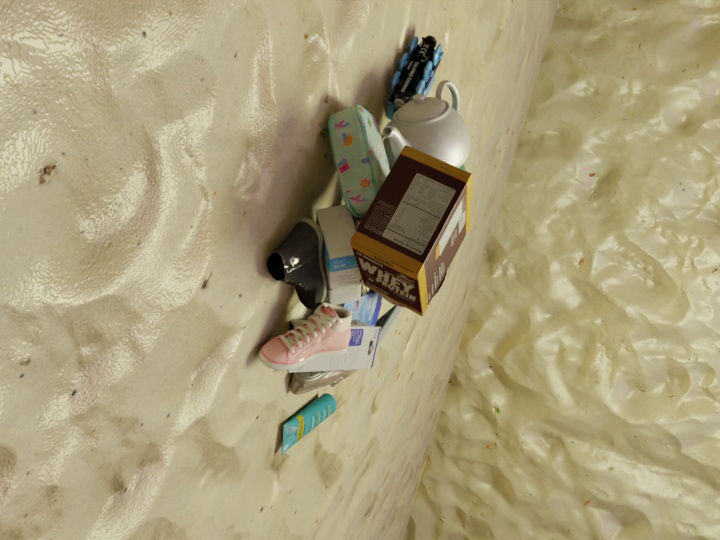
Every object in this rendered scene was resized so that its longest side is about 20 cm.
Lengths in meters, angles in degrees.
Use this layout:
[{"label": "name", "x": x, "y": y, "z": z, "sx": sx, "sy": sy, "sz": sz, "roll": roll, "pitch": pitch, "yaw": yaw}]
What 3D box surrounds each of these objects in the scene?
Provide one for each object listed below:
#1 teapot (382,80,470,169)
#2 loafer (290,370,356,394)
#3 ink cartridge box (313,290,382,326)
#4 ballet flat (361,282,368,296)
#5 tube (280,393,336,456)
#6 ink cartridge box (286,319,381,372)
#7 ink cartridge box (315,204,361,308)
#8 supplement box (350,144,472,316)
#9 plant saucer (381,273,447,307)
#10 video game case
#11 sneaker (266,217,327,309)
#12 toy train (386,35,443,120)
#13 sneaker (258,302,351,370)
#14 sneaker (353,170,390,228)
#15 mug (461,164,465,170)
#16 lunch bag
[{"label": "teapot", "x": 0.133, "y": -0.290, "z": 1.369, "sx": 0.202, "sy": 0.192, "sz": 0.149, "roll": -104, "pitch": 180, "yaw": -58}, {"label": "loafer", "x": -0.075, "y": 0.220, "z": 1.475, "sx": 0.197, "sy": 0.072, "sz": 0.064, "roll": -11, "pitch": 137, "yaw": -44}, {"label": "ink cartridge box", "x": -0.023, "y": 0.101, "z": 1.487, "sx": 0.198, "sy": 0.075, "sz": 0.140, "roll": -14, "pitch": 123, "yaw": -58}, {"label": "ballet flat", "x": 0.000, "y": 0.000, "z": 1.424, "sx": 0.200, "sy": 0.045, "sz": 0.069, "roll": -110, "pitch": -165, "yaw": -71}, {"label": "tube", "x": -0.124, "y": 0.342, "z": 1.527, "sx": 0.199, "sy": 0.049, "sz": 0.080, "roll": -27, "pitch": 125, "yaw": -58}, {"label": "ink cartridge box", "x": -0.057, "y": 0.153, "z": 1.371, "sx": 0.195, "sy": 0.039, "sz": 0.102, "roll": 3, "pitch": 109, "yaw": -28}, {"label": "ink cartridge box", "x": -0.042, "y": -0.015, "z": 1.290, "sx": 0.202, "sy": 0.065, "sz": 0.118, "roll": 93, "pitch": -17, "yaw": -56}, {"label": "supplement box", "x": 0.095, "y": -0.065, "z": 1.185, "sx": 0.203, "sy": 0.130, "sz": 0.198, "roll": -59, "pitch": 162, "yaw": -16}, {"label": "plant saucer", "x": 0.103, "y": -0.022, "z": 1.471, "sx": 0.032, "sy": 0.196, "sz": 0.205, "roll": 10, "pitch": -100, "yaw": 70}, {"label": "video game case", "x": 0.014, "y": 0.181, "z": 1.647, "sx": 0.182, "sy": 0.023, "sz": 0.201, "roll": -43, "pitch": -175, "yaw": 40}, {"label": "sneaker", "x": -0.121, "y": 0.010, "z": 1.214, "sx": 0.106, "sy": 0.074, "sz": 0.204, "roll": -43, "pitch": 145, "yaw": -36}, {"label": "toy train", "x": 0.121, "y": -0.423, "z": 1.482, "sx": 0.115, "sy": 0.085, "sz": 0.203, "roll": 89, "pitch": 24, "yaw": -64}, {"label": "sneaker", "x": -0.098, "y": 0.115, "z": 1.255, "sx": 0.196, "sy": 0.075, "sz": 0.107, "roll": -8, "pitch": 127, "yaw": -37}, {"label": "sneaker", "x": 0.005, "y": -0.116, "z": 1.354, "sx": 0.113, "sy": 0.076, "sz": 0.203, "roll": 7, "pitch": 121, "yaw": -34}, {"label": "mug", "x": 0.185, "y": -0.224, "z": 1.726, "sx": 0.114, "sy": 0.149, "sz": 0.190, "roll": -20, "pitch": 125, "yaw": -67}, {"label": "lunch bag", "x": 0.007, "y": -0.193, "z": 1.250, "sx": 0.160, "sy": 0.075, "sz": 0.206, "roll": 1, "pitch": 76, "yaw": -74}]
